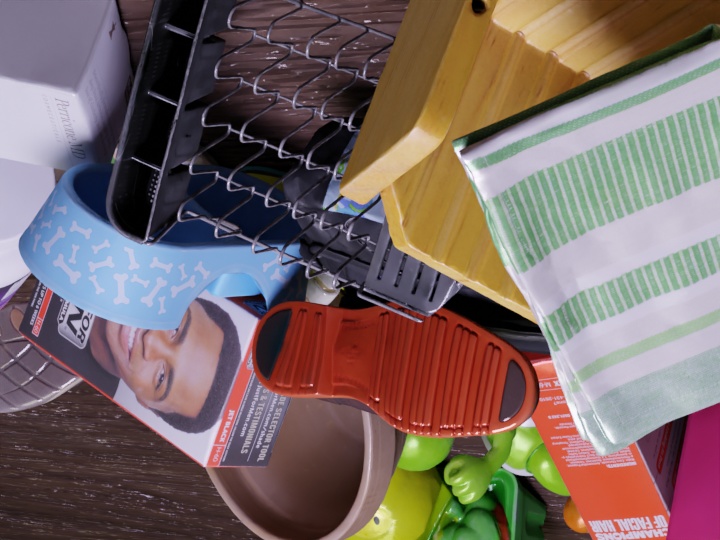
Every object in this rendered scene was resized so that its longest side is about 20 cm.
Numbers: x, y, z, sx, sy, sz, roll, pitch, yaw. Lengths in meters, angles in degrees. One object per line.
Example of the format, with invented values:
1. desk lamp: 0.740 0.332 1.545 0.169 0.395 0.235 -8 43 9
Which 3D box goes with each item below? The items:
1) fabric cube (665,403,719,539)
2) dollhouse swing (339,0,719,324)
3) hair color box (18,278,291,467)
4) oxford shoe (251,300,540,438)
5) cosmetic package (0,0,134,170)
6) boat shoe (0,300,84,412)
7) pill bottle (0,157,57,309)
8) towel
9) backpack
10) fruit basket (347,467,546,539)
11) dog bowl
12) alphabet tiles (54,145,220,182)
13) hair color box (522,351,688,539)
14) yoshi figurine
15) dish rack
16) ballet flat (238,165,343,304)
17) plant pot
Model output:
1. fabric cube: 0.321 0.145 1.184 0.194 0.201 0.200 -1 151 33
2. dollhouse swing: 0.135 -0.073 0.895 0.199 0.183 0.175 28 165 -24
3. hair color box: -0.126 0.036 1.212 0.199 0.102 0.061 29 -167 38
4. oxford shoe: 0.031 0.053 1.067 0.199 0.072 0.072 12 178 43
5. cosmetic package: -0.238 -0.123 1.099 0.198 0.075 0.102 13 155 9
6. boat shoe: -0.198 0.048 1.344 0.198 0.075 0.073 -22 171 14
7. pill bottle: -0.257 -0.033 1.231 0.110 0.113 0.200 22 159 -14
8. towel: 0.145 -0.010 0.905 0.151 0.023 0.201 -24 123 8
9. backpack: 0.084 -0.021 1.069 0.199 0.154 0.163 23 159 40
10. fruit basket: 0.039 0.220 1.585 0.213 0.157 0.216 4 169 1
11. dog bowl: -0.105 -0.019 1.112 0.199 0.050 0.111 -3 -145 -49
12. alphabet tiles: -0.128 -0.031 1.305 0.166 0.008 0.200 -2 150 32
13. hair color box: 0.162 0.089 1.189 0.063 0.111 0.201 -10 127 28
14. yoshi figurine: 0.089 0.123 1.385 0.199 0.113 0.112 30 158 -23
15. dish rack: -0.025 -0.063 0.997 0.198 0.155 0.054 22 -160 16
16. ballet flat: 0.000 0.000 1.223 0.199 0.068 0.067 25 152 -19
17. plant pot: -0.029 0.084 1.317 0.092 0.203 0.200 -15 179 -41
